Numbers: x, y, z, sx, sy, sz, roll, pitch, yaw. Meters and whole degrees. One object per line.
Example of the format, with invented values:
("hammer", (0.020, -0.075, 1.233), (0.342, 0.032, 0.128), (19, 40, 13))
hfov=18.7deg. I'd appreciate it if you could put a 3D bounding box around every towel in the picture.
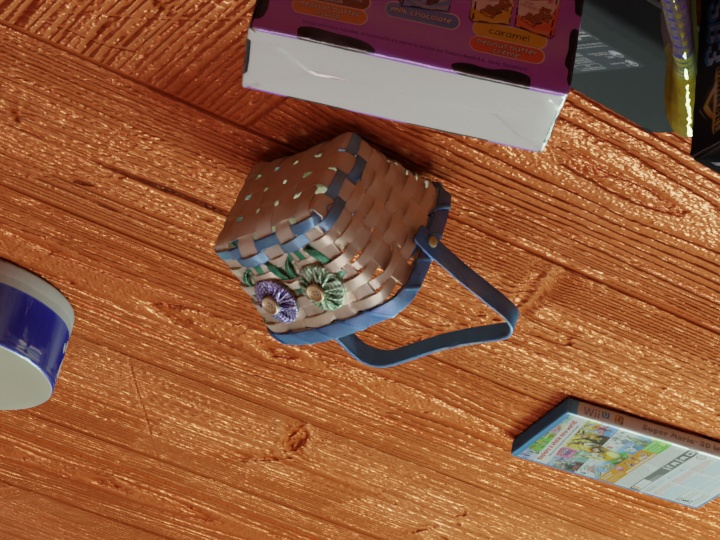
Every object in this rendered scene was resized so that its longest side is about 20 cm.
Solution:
("towel", (0.168, -0.177, 1.195), (0.023, 0.144, 0.200), (-4, 152, 11))

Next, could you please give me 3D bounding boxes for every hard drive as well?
("hard drive", (0.157, -0.141, 1.372), (0.200, 0.033, 0.140), (26, 168, -29))

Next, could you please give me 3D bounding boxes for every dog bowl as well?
("dog bowl", (-0.369, 0.054, 2.006), (0.200, 0.079, 0.200), (9, 156, 4))

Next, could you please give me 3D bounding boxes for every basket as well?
("basket", (0.000, 0.000, 1.655), (0.200, 0.139, 0.176), (38, 145, -27))

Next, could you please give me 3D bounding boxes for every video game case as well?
("video game case", (0.260, 0.175, 2.068), (0.200, 0.018, 0.143), (17, 156, -12))

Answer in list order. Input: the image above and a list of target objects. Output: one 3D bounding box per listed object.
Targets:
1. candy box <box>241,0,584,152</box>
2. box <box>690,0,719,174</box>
("candy box", (0.039, -0.181, 1.175), (0.168, 0.200, 0.072), (13, 156, -2))
("box", (0.275, -0.112, 1.222), (0.198, 0.200, 0.050), (25, 146, -27))
